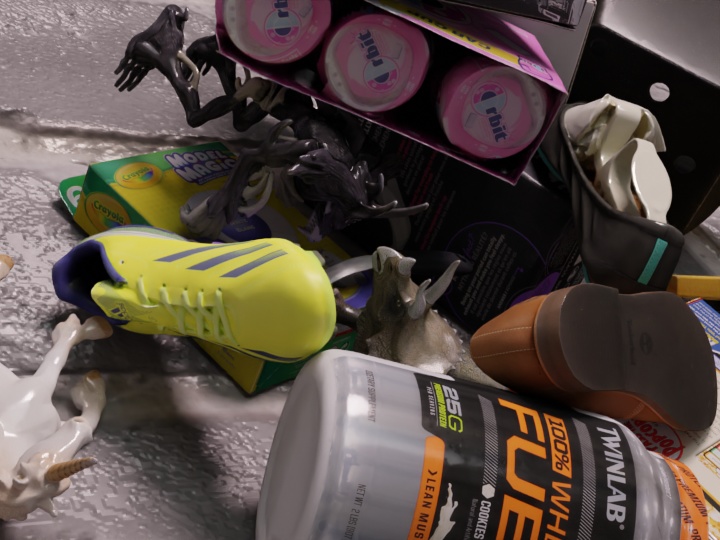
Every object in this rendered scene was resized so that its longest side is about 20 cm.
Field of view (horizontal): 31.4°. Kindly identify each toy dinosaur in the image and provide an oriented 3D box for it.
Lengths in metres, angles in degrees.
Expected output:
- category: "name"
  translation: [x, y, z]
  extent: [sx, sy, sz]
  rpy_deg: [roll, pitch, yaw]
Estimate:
- category: "toy dinosaur"
  translation: [0.035, 0.058, 0.724]
  extent: [0.102, 0.077, 0.200]
  rpy_deg: [12, -19, 36]

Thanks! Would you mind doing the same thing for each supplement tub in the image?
- category: "supplement tub"
  translation: [0.058, 0.118, 0.625]
  extent: [0.199, 0.123, 0.123]
  rpy_deg: [14, 33, -15]

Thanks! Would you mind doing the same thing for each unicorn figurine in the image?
- category: "unicorn figurine"
  translation: [-0.179, 0.056, 0.621]
  extent: [0.199, 0.074, 0.137]
  rpy_deg: [15, 30, 16]

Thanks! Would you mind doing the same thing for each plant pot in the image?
- category: "plant pot"
  translation: [0.233, -0.145, 0.985]
  extent: [0.199, 0.200, 0.178]
  rpy_deg: [29, 43, 6]

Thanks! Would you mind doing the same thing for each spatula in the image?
- category: "spatula"
  translation: [0.000, 0.000, 0.772]
  extent: [0.199, 0.021, 0.057]
  rpy_deg: [-5, 39, -42]

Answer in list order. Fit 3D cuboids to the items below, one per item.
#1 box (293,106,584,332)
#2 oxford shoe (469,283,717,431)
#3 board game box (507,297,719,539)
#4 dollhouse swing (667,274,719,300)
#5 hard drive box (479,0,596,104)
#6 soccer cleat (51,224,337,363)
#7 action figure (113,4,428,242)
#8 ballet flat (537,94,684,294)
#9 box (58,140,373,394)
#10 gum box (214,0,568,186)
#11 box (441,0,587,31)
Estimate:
- category: "box"
  translation: [0.068, -0.061, 0.893]
  extent: [0.200, 0.123, 0.106]
  rpy_deg: [37, 35, 20]
- category: "oxford shoe"
  translation: [0.132, 0.047, 0.691]
  extent: [0.200, 0.071, 0.072]
  rpy_deg: [19, 66, -46]
- category: "board game box"
  translation: [0.202, 0.097, 0.779]
  extent: [0.199, 0.046, 0.151]
  rpy_deg: [-13, 47, -43]
- category: "dollhouse swing"
  translation: [0.343, 0.074, 0.933]
  extent: [0.199, 0.175, 0.183]
  rpy_deg: [0, 77, -49]
- category: "hard drive box"
  translation: [0.044, -0.194, 0.884]
  extent: [0.199, 0.077, 0.156]
  rpy_deg: [9, 28, -8]
- category: "soccer cleat"
  translation: [-0.089, 0.015, 0.658]
  extent: [0.083, 0.065, 0.200]
  rpy_deg: [-12, 14, -38]
- category: "action figure"
  translation: [-0.053, -0.071, 0.767]
  extent: [0.200, 0.102, 0.119]
  rpy_deg: [44, 30, 25]
- category: "ballet flat"
  translation: [0.155, -0.059, 0.771]
  extent: [0.068, 0.069, 0.200]
  rpy_deg: [14, 36, -19]
- category: "box"
  translation: [-0.087, -0.017, 0.799]
  extent: [0.200, 0.049, 0.117]
  rpy_deg: [39, 34, 25]
- category: "gum box"
  translation: [0.012, -0.135, 0.756]
  extent: [0.199, 0.066, 0.114]
  rpy_deg: [22, 23, -12]
- category: "box"
  translation: [0.033, -0.216, 0.772]
  extent: [0.157, 0.050, 0.200]
  rpy_deg: [6, 29, -22]
